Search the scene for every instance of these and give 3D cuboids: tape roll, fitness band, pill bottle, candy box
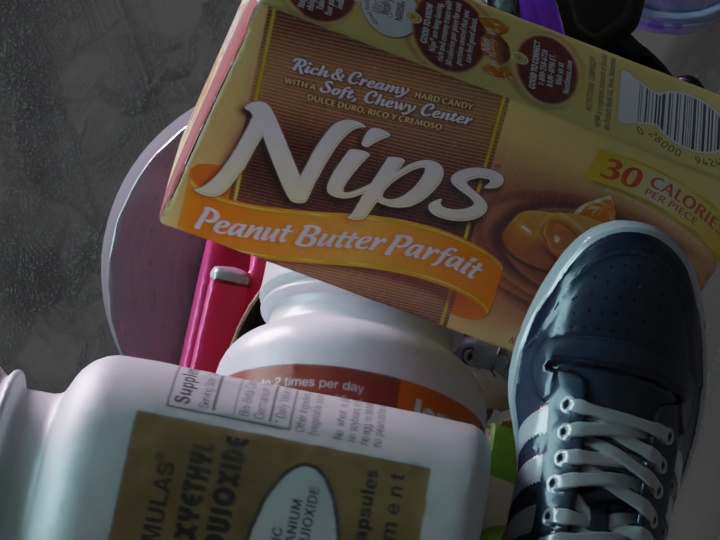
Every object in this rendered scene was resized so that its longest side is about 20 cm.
[{"bbox_3d":[-0.032,0.003,1.504,0.066,0.200,0.200,-138,70,-81],"label":"tape roll"},{"bbox_3d":[-0.068,0.046,1.393,0.144,0.037,0.200,-133,56,-80],"label":"fitness band"},{"bbox_3d":[-0.063,0.090,1.004,0.114,0.200,0.114,11,-90,-90],"label":"pill bottle"},{"bbox_3d":[-0.010,0.090,1.154,0.112,0.112,0.200,127,154,-65],"label":"pill bottle"},{"bbox_3d":[0.038,-0.039,1.102,0.055,0.200,0.115,-79,12,-49],"label":"candy box"}]

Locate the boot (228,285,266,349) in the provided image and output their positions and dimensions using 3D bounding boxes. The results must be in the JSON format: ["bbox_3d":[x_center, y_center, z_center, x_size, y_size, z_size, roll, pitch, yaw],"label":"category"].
[{"bbox_3d":[0.000,0.000,1.263,0.075,0.074,0.200,40,-109,-56],"label":"boot"}]

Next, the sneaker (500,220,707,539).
[{"bbox_3d":[0.076,0.085,0.981,0.109,0.070,0.200,-93,17,-84],"label":"sneaker"}]

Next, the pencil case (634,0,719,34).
[{"bbox_3d":[0.118,-0.149,1.277,0.200,0.083,0.091,-140,58,-83],"label":"pencil case"}]

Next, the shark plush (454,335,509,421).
[{"bbox_3d":[0.024,-0.007,1.343,0.083,0.091,0.200,-49,40,36],"label":"shark plush"}]

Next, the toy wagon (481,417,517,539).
[{"bbox_3d":[0.034,0.144,1.249,0.155,0.040,0.200,134,155,-72],"label":"toy wagon"}]

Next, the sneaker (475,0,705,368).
[{"bbox_3d":[0.094,-0.036,1.175,0.070,0.099,0.200,-77,-20,-51],"label":"sneaker"}]
